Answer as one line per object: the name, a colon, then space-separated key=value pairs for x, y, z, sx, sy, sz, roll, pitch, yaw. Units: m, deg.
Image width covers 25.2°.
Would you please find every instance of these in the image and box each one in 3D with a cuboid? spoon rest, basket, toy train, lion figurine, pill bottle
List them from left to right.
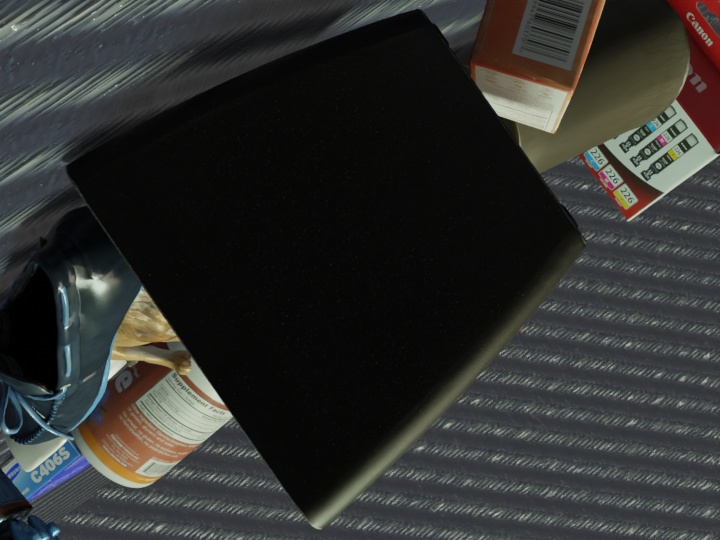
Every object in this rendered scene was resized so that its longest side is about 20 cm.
toy train: x=-0.322 y=0.225 z=1.378 sx=0.087 sy=0.114 sz=0.200 roll=-41 pitch=178 yaw=-6
spoon rest: x=-0.207 y=0.067 z=1.134 sx=0.099 sy=0.061 sz=0.200 roll=-38 pitch=-170 yaw=18
lion figurine: x=-0.142 y=0.024 z=0.973 sx=0.122 sy=0.073 sz=0.200 roll=7 pitch=155 yaw=-34
pill bottle: x=-0.158 y=0.095 z=1.433 sx=0.200 sy=0.112 sz=0.112 roll=-40 pitch=176 yaw=21
basket: x=0.147 y=-0.148 z=1.332 sx=0.180 sy=0.137 sz=0.200 roll=-15 pitch=-169 yaw=48

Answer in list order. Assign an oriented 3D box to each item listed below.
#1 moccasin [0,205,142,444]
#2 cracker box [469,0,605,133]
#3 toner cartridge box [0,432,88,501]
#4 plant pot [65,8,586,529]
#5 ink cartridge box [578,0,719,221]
moccasin: x=-0.174 y=0.031 z=0.855 sx=0.068 sy=0.080 sz=0.200 roll=-30 pitch=157 yaw=-39
cracker box: x=0.104 y=-0.153 z=0.864 sx=0.200 sy=0.057 sz=0.135 roll=2 pitch=105 yaw=-86
toner cartridge box: x=-0.302 y=0.184 z=1.678 sx=0.095 sy=0.043 sz=0.200 roll=-40 pitch=177 yaw=11
plant pot: x=0.003 y=-0.016 z=0.802 sx=0.177 sy=0.201 sz=0.200 roll=-35 pitch=177 yaw=5
ink cartridge box: x=0.255 y=-0.178 z=1.459 sx=0.084 sy=0.200 sz=0.176 roll=-34 pitch=175 yaw=-40
